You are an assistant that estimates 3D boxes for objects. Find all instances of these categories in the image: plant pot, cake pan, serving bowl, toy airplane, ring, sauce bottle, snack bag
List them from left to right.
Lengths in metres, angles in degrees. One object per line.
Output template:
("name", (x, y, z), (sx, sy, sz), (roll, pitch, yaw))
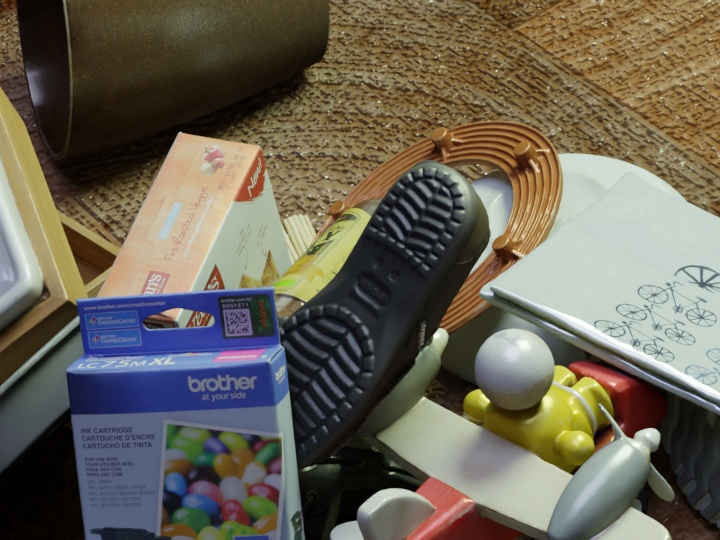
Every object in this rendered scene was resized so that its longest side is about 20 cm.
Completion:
("cake pan", (-0.190, 0.076, 1.657), (0.037, 0.200, 0.200), (47, 59, 0))
("plant pot", (-0.129, -0.183, 1.939), (0.199, 0.188, 0.187), (-8, 38, -17))
("sauce bottle", (0.000, 0.000, 1.642), (0.064, 0.065, 0.200), (12, 36, 26))
("ring", (0.039, -0.024, 1.739), (0.200, 0.019, 0.201), (-26, 34, 19))
("toy airplane", (0.073, 0.101, 1.517), (0.199, 0.142, 0.199), (2, 26, 4))
("serving bowl", (0.125, -0.011, 1.742), (0.199, 0.066, 0.201), (-7, 41, 6))
("snack bag", (0.196, 0.012, 1.624), (0.188, 0.021, 0.200), (26, 34, 22))

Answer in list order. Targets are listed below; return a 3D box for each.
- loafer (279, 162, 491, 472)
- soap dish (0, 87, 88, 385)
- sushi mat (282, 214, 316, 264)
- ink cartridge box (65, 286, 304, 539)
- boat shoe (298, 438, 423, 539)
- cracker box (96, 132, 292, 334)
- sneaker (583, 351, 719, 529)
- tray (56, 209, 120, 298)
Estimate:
("loafer", (0.012, 0.034, 1.521), (0.200, 0.071, 0.073), (-51, 60, 14))
("soap dish", (-0.262, -0.010, 1.764), (0.157, 0.081, 0.201), (-36, 56, 19))
("sushi mat", (-0.051, 0.034, 1.776), (0.095, 0.012, 0.200), (-20, 41, -7))
("ink cartridge box", (-0.094, 0.112, 1.499), (0.119, 0.201, 0.042), (-3, 10, 12))
("boat shoe", (-0.027, 0.127, 1.596), (0.200, 0.072, 0.066), (-4, 43, -22))
("cracker box", (-0.088, 0.035, 1.623), (0.057, 0.200, 0.134), (10, 54, 20))
("sneaker", (0.215, 0.078, 1.606), (0.082, 0.075, 0.200), (-11, 49, -30))
("tray", (-0.249, -0.008, 1.859), (0.099, 0.037, 0.200), (-37, 47, -26))
